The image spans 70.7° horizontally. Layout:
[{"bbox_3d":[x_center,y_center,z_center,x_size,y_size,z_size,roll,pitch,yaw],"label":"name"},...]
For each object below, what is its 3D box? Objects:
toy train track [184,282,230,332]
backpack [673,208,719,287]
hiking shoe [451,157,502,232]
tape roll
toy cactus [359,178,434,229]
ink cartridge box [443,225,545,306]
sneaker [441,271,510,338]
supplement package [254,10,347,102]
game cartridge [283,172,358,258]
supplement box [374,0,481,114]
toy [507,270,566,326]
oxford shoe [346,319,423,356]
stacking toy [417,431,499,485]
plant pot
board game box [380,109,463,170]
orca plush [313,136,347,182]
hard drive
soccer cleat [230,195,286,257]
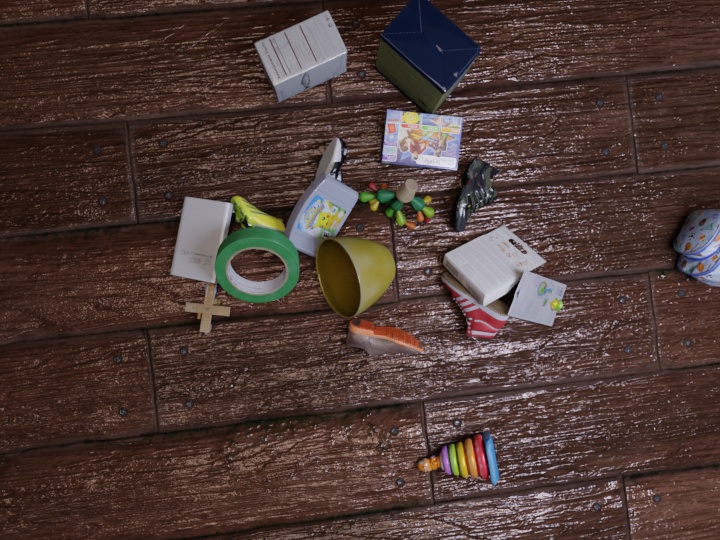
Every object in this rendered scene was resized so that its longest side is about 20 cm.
[{"bbox_3d":[-0.376,0.057,1.289,0.114,0.033,0.201,6,83,4],"label":"toy train track"},{"bbox_3d":[0.904,-0.060,1.288,0.154,0.200,0.191,21,94,2],"label":"backpack"},{"bbox_3d":[0.301,-0.187,1.306,0.100,0.076,0.201,19,87,1],"label":"hiking shoe"},{"bbox_3d":[-0.248,-0.010,1.228,0.200,0.048,0.201,-4,129,-5],"label":"tape roll"},{"bbox_3d":[0.104,-0.181,1.259,0.199,0.165,0.103,23,67,-7],"label":"toy cactus"},{"bbox_3d":[0.336,-0.017,1.285,0.199,0.050,0.161,-25,53,-21],"label":"ink cartridge box"},{"bbox_3d":[0.276,0.094,1.302,0.200,0.071,0.113,38,131,26],"label":"sneaker"},{"bbox_3d":[-0.145,-0.530,1.268,0.199,0.117,0.118,-26,90,-3],"label":"supplement package"},{"bbox_3d":[-0.102,-0.132,1.251,0.133,0.040,0.200,24,102,-38],"label":"game cartridge"},{"bbox_3d":[0.156,-0.516,1.242,0.200,0.200,0.134,41,88,-1],"label":"supplement box"},{"bbox_3d":[0.437,0.069,1.283,0.199,0.047,0.116,15,96,-36],"label":"toy"},{"bbox_3d":[0.061,0.185,1.298,0.199,0.071,0.073,17,108,2],"label":"oxford shoe"},{"bbox_3d":[0.241,0.480,1.288,0.199,0.116,0.110,-10,89,10],"label":"stacking toy"},{"bbox_3d":[0.000,0.000,1.245,0.142,0.200,0.201,-18,90,-31],"label":"plant pot"},{"bbox_3d":[0.157,-0.335,1.310,0.199,0.034,0.136,6,99,-3],"label":"board game box"},{"bbox_3d":[-0.070,-0.231,1.291,0.071,0.105,0.201,18,84,-34],"label":"orca plush"},{"bbox_3d":[-0.398,-0.077,1.272,0.131,0.027,0.201,10,89,16],"label":"hard drive"},{"bbox_3d":[-0.246,-0.120,1.292,0.200,0.065,0.084,44,57,3],"label":"soccer cleat"}]
